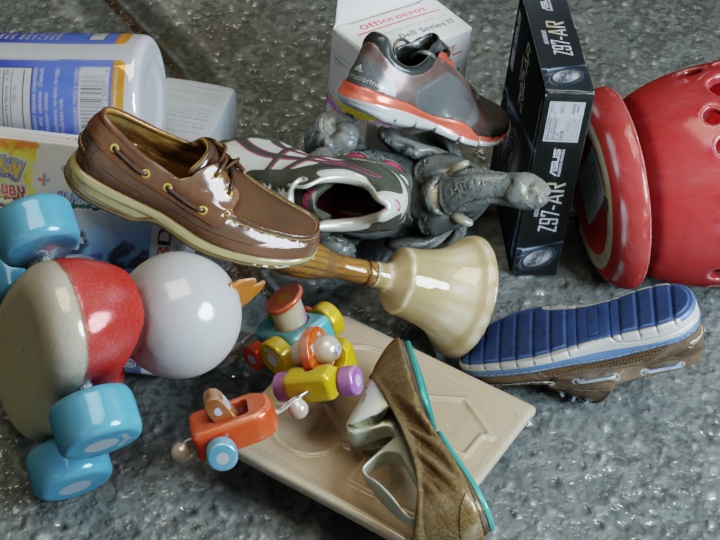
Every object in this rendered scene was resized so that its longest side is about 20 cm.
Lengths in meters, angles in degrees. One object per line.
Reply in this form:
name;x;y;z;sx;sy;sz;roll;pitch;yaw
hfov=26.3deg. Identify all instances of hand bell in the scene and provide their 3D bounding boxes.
hand bell;0.000;0.000;1.238;0.199;0.104;0.104;14;35;-26

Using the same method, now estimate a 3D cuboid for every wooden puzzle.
wooden puzzle;0.013;0.129;1.193;0.185;0.046;0.200;25;40;21

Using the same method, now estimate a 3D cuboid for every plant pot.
plant pot;0.287;-0.077;1.349;0.181;0.201;0.201;-10;42;-6

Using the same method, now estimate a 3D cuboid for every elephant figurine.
elephant figurine;0.049;-0.065;1.348;0.199;0.142;0.156;-1;44;-7

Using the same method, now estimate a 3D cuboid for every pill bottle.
pill bottle;-0.269;-0.141;1.282;0.199;0.112;0.112;1;40;6

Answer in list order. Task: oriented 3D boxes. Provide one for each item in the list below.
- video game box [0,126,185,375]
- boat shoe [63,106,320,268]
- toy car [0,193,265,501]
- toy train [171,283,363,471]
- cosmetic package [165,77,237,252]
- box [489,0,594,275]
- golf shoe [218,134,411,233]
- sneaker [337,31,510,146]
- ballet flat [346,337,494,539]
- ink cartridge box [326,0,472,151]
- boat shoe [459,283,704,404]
video game box;-0.238;-0.017;1.227;0.199;0.183;0.047;6;12;1
boat shoe;-0.118;-0.061;1.148;0.199;0.068;0.072;21;31;-12
toy car;-0.164;0.046;1.151;0.199;0.177;0.185;-11;68;-28
toy train;-0.078;0.070;1.172;0.149;0.056;0.200;-18;23;2
cosmetic package;-0.171;-0.074;1.363;0.074;0.102;0.200;9;42;8
box;0.159;-0.122;1.377;0.043;0.201;0.161;2;41;-6
golf shoe;-0.059;-0.067;1.235;0.199;0.078;0.088;1;10;6
sneaker;0.069;-0.160;1.330;0.077;0.082;0.199;26;13;40
ballet flat;0.032;0.128;1.120;0.072;0.068;0.200;-20;45;-5
ink cartridge box;0.034;-0.176;1.426;0.117;0.201;0.067;-23;48;-28
boat shoe;0.180;0.072;1.246;0.199;0.073;0.072;-11;33;21
